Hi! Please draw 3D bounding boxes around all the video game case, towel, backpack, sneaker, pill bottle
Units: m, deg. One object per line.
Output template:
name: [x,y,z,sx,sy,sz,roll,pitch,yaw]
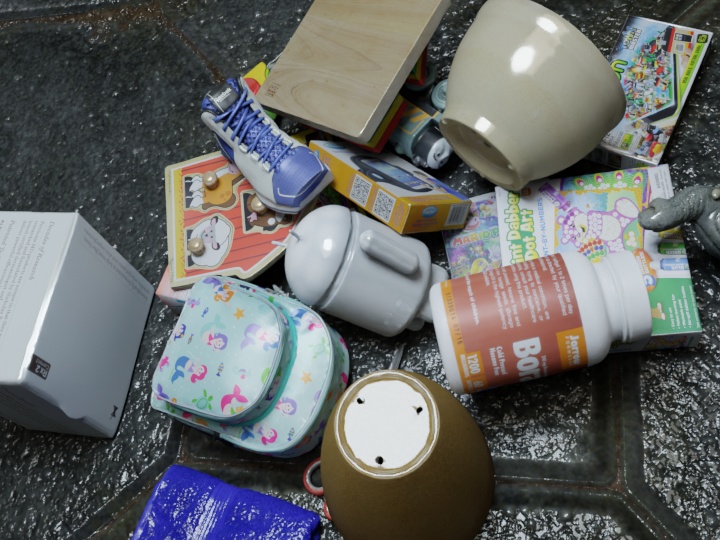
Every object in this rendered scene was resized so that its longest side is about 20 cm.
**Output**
video game case: [0.176,-0.004,0.913,0.140,0.018,0.203,-14,61,8]
towel: [-0.151,0.299,0.831,0.196,0.050,0.150,12,68,20]
backpack: [-0.116,0.107,0.867,0.197,0.151,0.180,20,77,15]
sneaker: [-0.129,-0.154,0.911,0.081,0.115,0.199,-45,56,-7]
pill bottle: [0.172,0.046,0.768,0.196,0.113,0.114,-14,61,9]

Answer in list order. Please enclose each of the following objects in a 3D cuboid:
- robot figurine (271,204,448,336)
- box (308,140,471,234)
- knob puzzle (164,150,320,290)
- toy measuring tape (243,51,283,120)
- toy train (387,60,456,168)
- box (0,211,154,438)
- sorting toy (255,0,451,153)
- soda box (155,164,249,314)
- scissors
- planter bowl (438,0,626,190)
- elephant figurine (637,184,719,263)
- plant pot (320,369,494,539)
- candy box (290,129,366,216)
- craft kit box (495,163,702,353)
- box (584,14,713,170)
robot figurine: [0.000,0.000,0.873,0.197,0.169,0.115,22,61,-17]
box: [0.024,-0.109,0.943,0.199,0.118,0.042,38,120,34]
knob puzzle: [-0.146,-0.081,0.961,0.215,0.031,0.224,-6,62,11]
toy measuring tape: [-0.119,-0.254,1.091,0.200,0.074,0.074,-42,61,-8]
toy train: [0.060,-0.207,1.010,0.114,0.085,0.199,-46,59,-6]
box: [-0.359,0.067,0.917,0.128,0.200,0.204,2,64,15]
sorting toy: [-0.002,-0.252,0.969,0.198,0.069,0.201,26,82,40]
soda box: [-0.183,-0.039,1.002,0.067,0.064,0.203,11,68,20]
scissors: [0.013,0.179,0.871,0.073,0.014,0.201,31,74,27]
planter bowl: [0.171,-0.177,0.872,0.199,0.200,0.135,37,85,27]
elephant figurine: [0.406,-0.052,0.813,0.154,0.143,0.200,27,65,40]
plant pot: [0.034,0.174,0.750,0.182,0.201,0.190,-4,64,8]
candy box: [-0.057,-0.094,1.011,0.100,0.027,0.202,-22,60,-3]
craft kit box: [0.251,-0.010,0.862,0.193,0.049,0.204,-8,62,14]
box: [0.343,-0.215,0.965,0.108,0.035,0.202,20,71,23]
